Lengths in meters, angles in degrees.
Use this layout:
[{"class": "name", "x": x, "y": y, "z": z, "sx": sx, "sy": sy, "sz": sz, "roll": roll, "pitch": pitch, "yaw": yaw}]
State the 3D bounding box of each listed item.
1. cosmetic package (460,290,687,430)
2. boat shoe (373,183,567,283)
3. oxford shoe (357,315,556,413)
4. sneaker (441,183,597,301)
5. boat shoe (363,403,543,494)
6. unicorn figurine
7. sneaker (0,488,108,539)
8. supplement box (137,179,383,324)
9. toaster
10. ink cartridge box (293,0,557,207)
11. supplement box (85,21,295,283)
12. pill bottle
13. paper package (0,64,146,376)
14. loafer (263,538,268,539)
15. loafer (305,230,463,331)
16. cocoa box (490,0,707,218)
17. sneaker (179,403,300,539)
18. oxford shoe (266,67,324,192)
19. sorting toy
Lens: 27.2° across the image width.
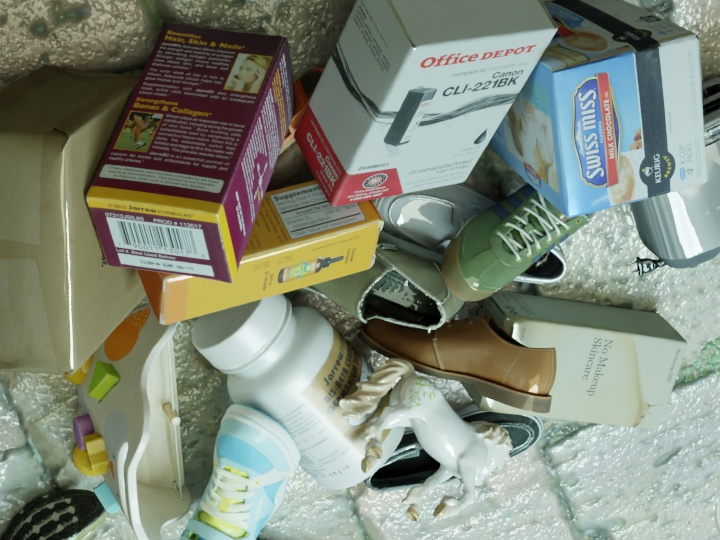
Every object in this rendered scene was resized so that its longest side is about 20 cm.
[{"class": "cosmetic package", "x": 0.208, "y": 0.089, "z": 1.464, "sx": 0.198, "sy": 0.073, "sz": 0.104, "roll": 7, "pitch": 110, "yaw": -18}, {"class": "boat shoe", "x": 0.104, "y": -0.032, "z": 1.383, "sx": 0.199, "sy": 0.069, "sz": 0.072, "roll": 24, "pitch": 104, "yaw": -24}, {"class": "oxford shoe", "x": 0.092, "y": 0.071, "z": 1.386, "sx": 0.199, "sy": 0.071, "sz": 0.072, "roll": 16, "pitch": 96, "yaw": 22}, {"class": "sneaker", "x": 0.157, "y": -0.049, "z": 1.328, "sx": 0.200, "sy": 0.090, "sz": 0.067, "roll": -35, "pitch": 88, "yaw": -39}, {"class": "boat shoe", "x": 0.093, "y": 0.178, "z": 1.470, "sx": 0.198, "sy": 0.068, "sz": 0.074, "roll": -5, "pitch": 114, "yaw": -14}, {"class": "unicorn figurine", "x": 0.073, "y": 0.160, "z": 1.351, "sx": 0.138, "sy": 0.074, "sz": 0.201, "roll": -50, "pitch": 119, "yaw": -36}, {"class": "sneaker", "x": -0.305, "y": 0.285, "z": 1.410, "sx": 0.200, "sy": 0.077, "sz": 0.089, "roll": -40, "pitch": 130, "yaw": 9}, {"class": "supplement box", "x": -0.084, "y": -0.020, "z": 1.250, "sx": 0.199, "sy": 0.069, "sz": 0.067, "roll": -13, "pitch": 146, "yaw": -20}, {"class": "toaster", "x": 0.323, "y": -0.094, "z": 1.399, "sx": 0.199, "sy": 0.114, "sz": 0.130, "roll": -25, "pitch": 113, "yaw": -2}, {"class": "ink cartridge box", "x": 0.050, "y": -0.153, "z": 1.213, "sx": 0.143, "sy": 0.084, "sz": 0.200, "roll": -12, "pitch": 150, "yaw": -30}, {"class": "supplement box", "x": -0.131, "y": -0.098, "z": 1.196, "sx": 0.109, "sy": 0.201, "sz": 0.086, "roll": 8, "pitch": 142, "yaw": 11}, {"class": "pill bottle", "x": -0.057, "y": 0.100, "z": 1.368, "sx": 0.114, "sy": 0.114, "sz": 0.200, "roll": -41, "pitch": 117, "yaw": 4}, {"class": "paper package", "x": -0.245, "y": -0.046, "z": 1.203, "sx": 0.103, "sy": 0.191, "sz": 0.202, "roll": 7, "pitch": 113, "yaw": 11}, {"class": "loafer", "x": -0.037, "y": 0.321, "z": 1.500, "sx": 0.200, "sy": 0.075, "sz": 0.070, "roll": 42, "pitch": 85, "yaw": -31}, {"class": "loafer", "x": 0.000, "y": 0.000, "z": 1.333, "sx": 0.198, "sy": 0.070, "sz": 0.076, "roll": 16, "pitch": 120, "yaw": 0}, {"class": "cocoa box", "x": 0.195, "y": -0.149, "z": 1.286, "sx": 0.130, "sy": 0.200, "sz": 0.134, "roll": -14, "pitch": 114, "yaw": -10}, {"class": "sneaker", "x": -0.117, "y": 0.214, "z": 1.349, "sx": 0.079, "sy": 0.131, "sz": 0.201, "roll": 24, "pitch": 149, "yaw": 12}, {"class": "oxford shoe", "x": -0.078, "y": -0.083, "z": 1.310, "sx": 0.200, "sy": 0.071, "sz": 0.073, "roll": -44, "pitch": 121, "yaw": 5}, {"class": "sorting toy", "x": -0.199, "y": 0.157, "z": 1.315, "sx": 0.106, "sy": 0.180, "sz": 0.202, "roll": -7, "pitch": 114, "yaw": -13}]
